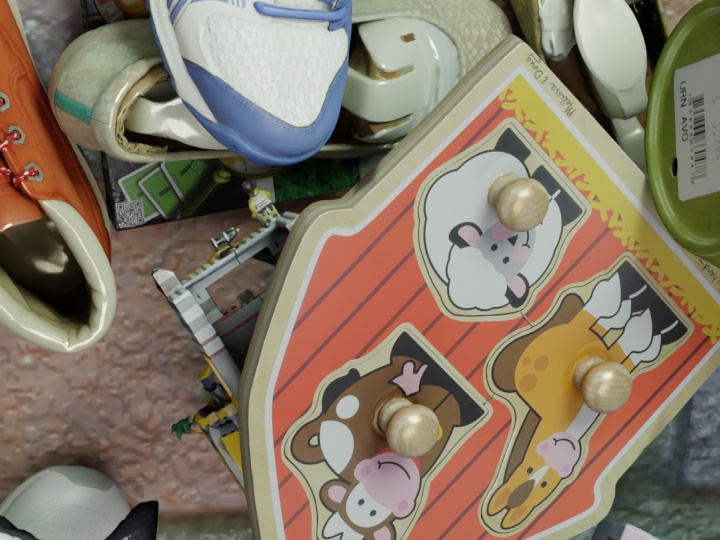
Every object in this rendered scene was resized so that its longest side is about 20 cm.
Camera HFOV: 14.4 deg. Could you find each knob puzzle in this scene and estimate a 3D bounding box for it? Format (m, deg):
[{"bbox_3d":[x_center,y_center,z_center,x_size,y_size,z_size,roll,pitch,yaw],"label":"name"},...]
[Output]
[{"bbox_3d":[0.040,0.042,1.035,0.219,0.030,0.220,-14,120,-24],"label":"knob puzzle"}]

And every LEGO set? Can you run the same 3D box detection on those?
[{"bbox_3d":[0.000,0.000,1.107,0.200,0.154,0.116,-33,99,1],"label":"LEGO set"}]

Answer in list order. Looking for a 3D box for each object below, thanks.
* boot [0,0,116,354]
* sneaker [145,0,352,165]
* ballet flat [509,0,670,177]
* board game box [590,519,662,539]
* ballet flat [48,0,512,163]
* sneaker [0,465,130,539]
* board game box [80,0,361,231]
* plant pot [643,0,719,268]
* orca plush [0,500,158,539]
[{"bbox_3d":[-0.148,-0.059,1.062,0.075,0.107,0.200,-30,116,3],"label":"boot"},{"bbox_3d":[-0.029,-0.138,1.008,0.075,0.088,0.201,-4,89,-31],"label":"sneaker"},{"bbox_3d":[0.106,-0.063,1.151,0.070,0.071,0.201,-24,118,-4],"label":"ballet flat"},{"bbox_3d":[0.146,0.233,1.152,0.199,0.043,0.200,27,85,-9],"label":"board game box"},{"bbox_3d":[-0.020,-0.066,1.087,0.199,0.062,0.068,-10,114,-25],"label":"ballet flat"},{"bbox_3d":[-0.136,0.178,1.185,0.070,0.080,0.201,13,108,-18],"label":"sneaker"},{"bbox_3d":[-0.059,-0.118,1.107,0.104,0.023,0.201,-12,116,-12],"label":"board game box"},{"bbox_3d":[0.212,-0.045,1.042,0.199,0.187,0.188,2,113,-25],"label":"plant pot"},{"bbox_3d":[-0.178,0.098,1.142,0.199,0.071,0.106,-3,104,7],"label":"orca plush"}]
